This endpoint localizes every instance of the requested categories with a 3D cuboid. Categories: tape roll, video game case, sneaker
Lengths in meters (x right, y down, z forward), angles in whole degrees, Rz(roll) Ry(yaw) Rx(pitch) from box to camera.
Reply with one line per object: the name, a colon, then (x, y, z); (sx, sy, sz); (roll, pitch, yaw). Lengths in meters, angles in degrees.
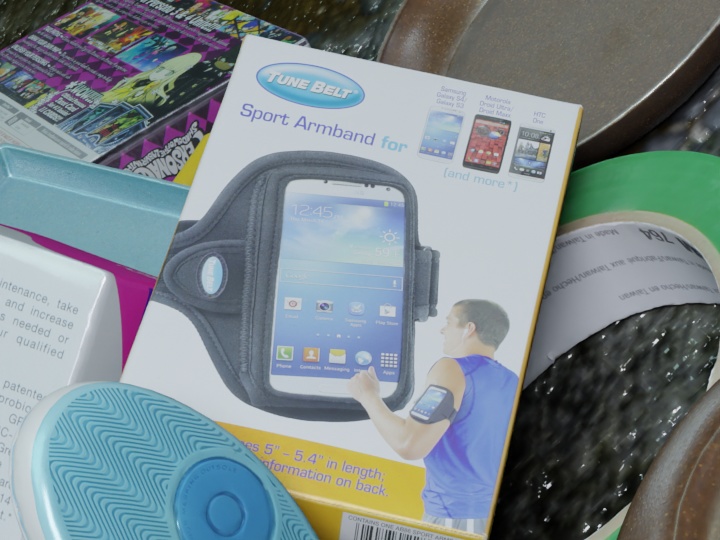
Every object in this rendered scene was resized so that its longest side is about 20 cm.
tape roll: (0.069, 0.054, 0.714); (0.200, 0.048, 0.201); (-31, 35, 24)
video game case: (-0.135, -0.073, 1.064); (0.181, 0.036, 0.200); (-33, 28, -16)
sneaker: (-0.054, 0.122, 0.651); (0.130, 0.200, 0.080); (-18, 25, 50)

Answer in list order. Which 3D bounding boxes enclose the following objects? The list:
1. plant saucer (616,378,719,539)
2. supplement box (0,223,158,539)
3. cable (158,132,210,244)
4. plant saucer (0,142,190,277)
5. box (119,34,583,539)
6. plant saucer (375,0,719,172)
plant saucer: (0.148, 0.073, 0.557); (0.200, 0.037, 0.201); (-17, 48, 20)
supplement box: (-0.130, 0.087, 0.762); (0.103, 0.101, 0.201); (17, 90, 27)
cable: (-0.079, 0.016, 0.880); (0.200, 0.097, 0.050); (-40, -15, -23)
plant saucer: (-0.077, -0.004, 0.838); (0.199, 0.019, 0.070); (14, 48, 27)
box: (0.000, 0.000, 0.710); (0.119, 0.042, 0.200); (12, 54, 5)
plant saucer: (0.089, -0.105, 0.886); (0.200, 0.032, 0.201); (-31, 33, 24)
